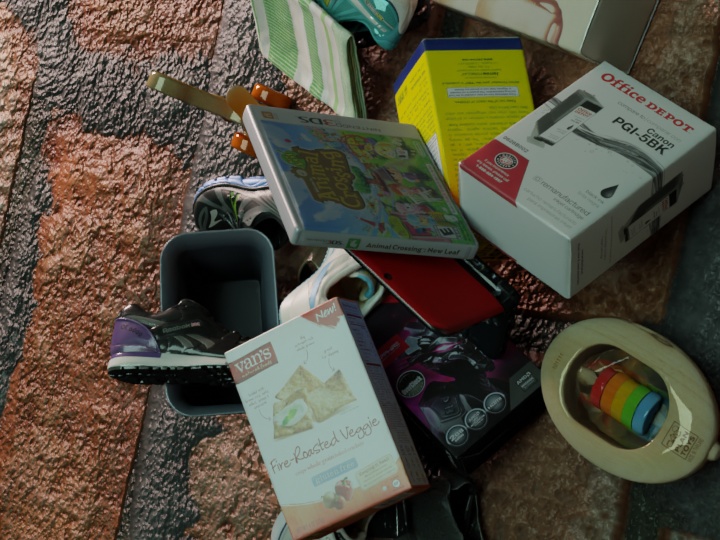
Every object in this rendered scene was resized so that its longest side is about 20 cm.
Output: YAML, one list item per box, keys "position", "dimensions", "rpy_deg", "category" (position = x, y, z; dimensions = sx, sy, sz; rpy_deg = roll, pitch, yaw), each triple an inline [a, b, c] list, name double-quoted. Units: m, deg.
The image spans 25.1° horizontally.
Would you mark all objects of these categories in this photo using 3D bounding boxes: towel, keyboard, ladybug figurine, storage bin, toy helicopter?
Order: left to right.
- position: [-0.146, -0.175, 1.794]
  dimensions: [0.132, 0.199, 0.079]
  rpy_deg: [35, 103, 54]
  category: "toy helicopter"
- position: [-0.139, 0.068, 1.781]
  dimensions: [0.145, 0.134, 0.201]
  rpy_deg: [-5, 77, 0]
  category: "storage bin"
- position: [-0.062, -0.251, 1.792]
  dimensions: [0.023, 0.153, 0.200]
  rpy_deg: [-32, 53, -18]
  category: "towel"
- position: [-0.014, 0.264, 1.690]
  dimensions: [0.200, 0.021, 0.128]
  rpy_deg: [-10, 80, 55]
  category: "keyboard"
- position: [0.258, 0.123, 1.504]
  dimensions: [0.200, 0.072, 0.136]
  rpy_deg: [37, 104, 37]
  category: "ladybug figurine"

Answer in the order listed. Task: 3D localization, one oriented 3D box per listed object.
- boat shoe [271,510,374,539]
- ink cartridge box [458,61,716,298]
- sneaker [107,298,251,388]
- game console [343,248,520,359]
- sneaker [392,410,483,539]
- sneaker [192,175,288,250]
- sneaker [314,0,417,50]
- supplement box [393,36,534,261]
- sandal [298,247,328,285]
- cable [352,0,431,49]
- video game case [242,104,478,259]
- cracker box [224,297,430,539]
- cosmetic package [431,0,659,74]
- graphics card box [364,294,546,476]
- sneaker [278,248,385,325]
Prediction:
- position: [-0.023, 0.250, 1.634]
  dimensions: [0.200, 0.071, 0.070]
  rpy_deg: [-51, 46, 31]
  category: "boat shoe"
- position: [0.211, -0.089, 1.498]
  dimensions: [0.200, 0.083, 0.147]
  rpy_deg: [-36, 54, -24]
  category: "ink cartridge box"
- position: [-0.161, 0.070, 1.677]
  dimensions: [0.199, 0.076, 0.088]
  rpy_deg: [3, 70, 1]
  category: "sneaker"
- position: [0.040, 0.009, 1.532]
  dimensions: [0.119, 0.173, 0.200]
  rpy_deg: [-37, 67, -23]
  category: "game console"
- position: [0.077, 0.213, 1.637]
  dimensions: [0.104, 0.060, 0.201]
  rpy_deg: [-12, 81, 41]
  category: "sneaker"
- position: [-0.126, -0.060, 1.823]
  dimensions: [0.199, 0.071, 0.083]
  rpy_deg: [-2, 71, 46]
  category: "sneaker"
- position: [-0.024, -0.294, 1.746]
  dimensions: [0.200, 0.077, 0.080]
  rpy_deg: [28, 108, 40]
  category: "sneaker"
- position: [0.112, -0.120, 1.616]
  dimensions: [0.109, 0.109, 0.201]
  rpy_deg: [130, 134, -65]
  category: "supplement box"
- position: [-0.035, 0.013, 1.763]
  dimensions: [0.080, 0.057, 0.202]
  rpy_deg: [7, 86, 38]
  category: "sandal"
- position: [-0.003, -0.326, 1.805]
  dimensions: [0.199, 0.051, 0.164]
  rpy_deg: [-17, 73, 36]
  category: "cable"
- position: [-0.003, -0.084, 1.505]
  dimensions: [0.200, 0.181, 0.022]
  rpy_deg: [-114, 36, -47]
  category: "video game case"
- position: [-0.034, 0.144, 1.563]
  dimensions: [0.134, 0.058, 0.201]
  rpy_deg: [-27, 74, 17]
  category: "cracker box"
- position: [0.183, -0.273, 1.620]
  dimensions: [0.200, 0.103, 0.088]
  rpy_deg: [27, 99, 40]
  category: "cosmetic package"
- position: [0.086, 0.097, 1.627]
  dimensions: [0.125, 0.051, 0.200]
  rpy_deg: [-38, 56, -8]
  category: "graphics card box"
- position: [0.000, 0.000, 1.682]
  dimensions: [0.081, 0.077, 0.200]
  rpy_deg: [-9, 39, 48]
  category: "sneaker"
